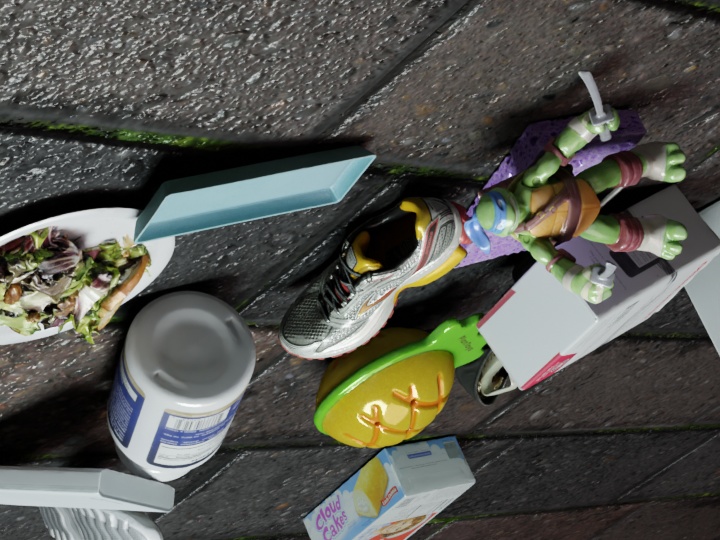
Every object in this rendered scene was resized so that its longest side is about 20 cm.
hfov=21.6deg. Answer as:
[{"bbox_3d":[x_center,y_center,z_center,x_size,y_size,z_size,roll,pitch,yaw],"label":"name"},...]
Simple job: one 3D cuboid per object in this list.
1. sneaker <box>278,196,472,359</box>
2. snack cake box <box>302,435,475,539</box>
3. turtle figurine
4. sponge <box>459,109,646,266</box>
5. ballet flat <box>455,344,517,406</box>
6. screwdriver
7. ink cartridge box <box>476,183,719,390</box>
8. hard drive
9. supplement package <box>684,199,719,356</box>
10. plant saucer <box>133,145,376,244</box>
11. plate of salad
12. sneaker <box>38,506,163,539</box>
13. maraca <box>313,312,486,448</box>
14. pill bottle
[{"bbox_3d":[0.000,0.000,1.630,0.200,0.078,0.082,-42,149,18],"label":"sneaker"},{"bbox_3d":[0.034,0.280,2.289,0.115,0.067,0.200,-7,153,-40],"label":"snack cake box"},{"bbox_3d":[0.205,-0.054,1.532,0.194,0.144,0.200,-7,156,-41],"label":"turtle figurine"},{"bbox_3d":[0.160,-0.071,1.670,0.111,0.030,0.200,-11,154,-28],"label":"sponge"},{"bbox_3d":[0.160,0.081,1.961,0.068,0.069,0.200,-12,155,-25],"label":"ballet flat"},{"bbox_3d":[0.204,-0.046,1.784,0.028,0.029,0.200,-5,147,-38],"label":"screwdriver"},{"bbox_3d":[0.230,0.015,1.807,0.200,0.083,0.145,-26,164,-39],"label":"ink cartridge box"},{"bbox_3d":[-0.288,0.198,1.717,0.200,0.027,0.132,-1,167,24],"label":"hard drive"},{"bbox_3d":[0.437,0.029,1.956,0.147,0.192,0.200,-30,158,17],"label":"supplement package"},{"bbox_3d":[-0.082,-0.061,1.447,0.200,0.019,0.070,-15,157,-38],"label":"plant saucer"},{"bbox_3d":[-0.234,0.015,1.451,0.200,0.048,0.200,-20,158,-8],"label":"plate of salad"},{"bbox_3d":[-0.242,0.231,1.836,0.082,0.075,0.200,-28,-157,-29],"label":"sneaker"},{"bbox_3d":[0.043,0.103,1.848,0.200,0.107,0.137,-32,159,6],"label":"maraca"},{"bbox_3d":[-0.163,0.110,1.652,0.111,0.111,0.200,-14,156,-23],"label":"pill bottle"}]
